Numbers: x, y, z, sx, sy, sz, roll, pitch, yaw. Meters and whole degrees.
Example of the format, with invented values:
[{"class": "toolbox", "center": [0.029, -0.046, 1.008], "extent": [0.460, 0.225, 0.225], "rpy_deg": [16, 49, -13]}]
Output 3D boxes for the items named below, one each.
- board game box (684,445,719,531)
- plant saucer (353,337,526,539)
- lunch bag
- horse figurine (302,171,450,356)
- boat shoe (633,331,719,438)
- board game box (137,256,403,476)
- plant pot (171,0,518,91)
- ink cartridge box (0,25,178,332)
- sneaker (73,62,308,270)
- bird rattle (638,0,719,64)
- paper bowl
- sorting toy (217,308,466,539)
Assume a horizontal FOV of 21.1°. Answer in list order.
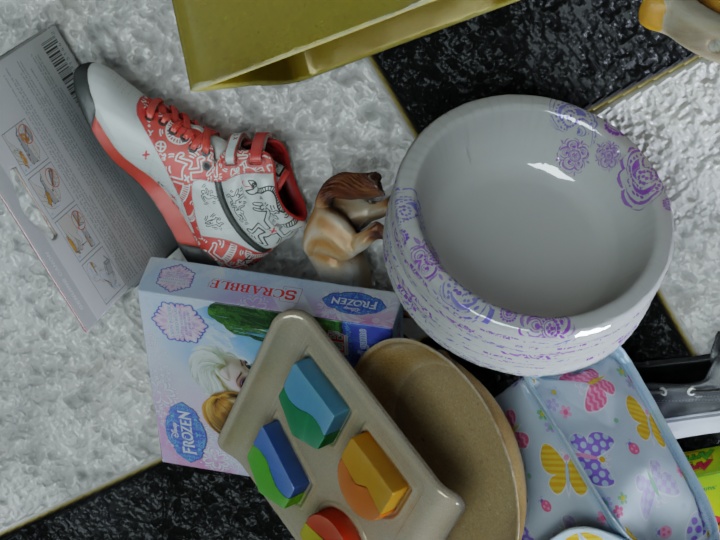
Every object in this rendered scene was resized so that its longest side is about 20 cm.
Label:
[{"class": "board game box", "center": [0.259, 0.243, 1.521], "extent": [0.101, 0.048, 0.200], "rpy_deg": [-12, 108, 19]}, {"class": "plant saucer", "center": [0.061, 0.142, 1.404], "extent": [0.200, 0.035, 0.200], "rpy_deg": [26, 123, 48]}, {"class": "lunch bag", "center": [0.157, 0.180, 1.423], "extent": [0.170, 0.127, 0.200], "rpy_deg": [-43, 72, 49]}, {"class": "horse figurine", "center": [0.000, 0.000, 1.483], "extent": [0.132, 0.050, 0.200], "rpy_deg": [11, 125, 26]}, {"class": "boat shoe", "center": [0.271, 0.077, 1.443], "extent": [0.200, 0.070, 0.066], "rpy_deg": [-13, 110, 27]}, {"class": "board game box", "center": [-0.065, 0.087, 1.509], "extent": [0.199, 0.041, 0.200], "rpy_deg": [8, 134, 11]}, {"class": "plant pot", "center": [-0.026, -0.249, 1.325], "extent": [0.194, 0.195, 0.200], "rpy_deg": [-18, 90, 21]}, {"class": "ink cartridge box", "center": [-0.232, -0.066, 1.453], "extent": [0.045, 0.176, 0.200], "rpy_deg": [-23, 104, 29]}, {"class": "sneaker", "center": [-0.123, -0.095, 1.475], "extent": [0.108, 0.067, 0.201], "rpy_deg": [-28, 106, 22]}, {"class": "bird rattle", "center": [0.268, -0.176, 1.293], "extent": [0.200, 0.163, 0.113], "rpy_deg": [31, 135, 11]}, {"class": "paper bowl", "center": [0.115, -0.018, 1.380], "extent": [0.200, 0.201, 0.104], "rpy_deg": [22, 149, 5]}, {"class": "sorting toy", "center": [-0.024, 0.153, 1.439], "extent": [0.200, 0.036, 0.185], "rpy_deg": [48, 139, 20]}]
